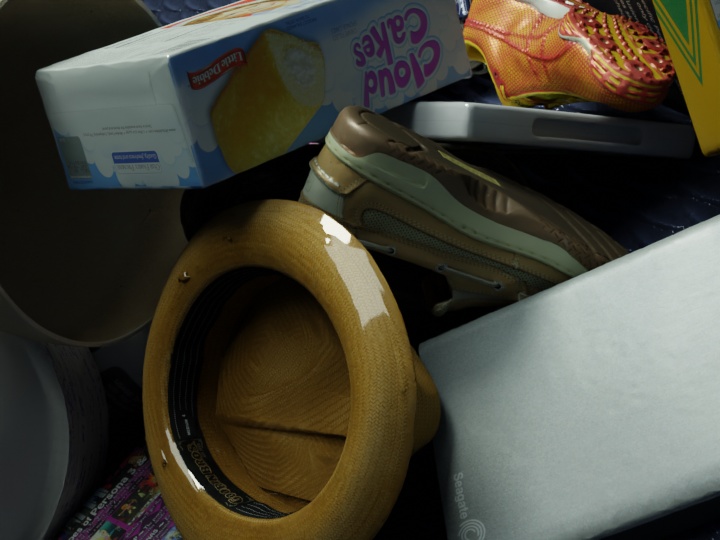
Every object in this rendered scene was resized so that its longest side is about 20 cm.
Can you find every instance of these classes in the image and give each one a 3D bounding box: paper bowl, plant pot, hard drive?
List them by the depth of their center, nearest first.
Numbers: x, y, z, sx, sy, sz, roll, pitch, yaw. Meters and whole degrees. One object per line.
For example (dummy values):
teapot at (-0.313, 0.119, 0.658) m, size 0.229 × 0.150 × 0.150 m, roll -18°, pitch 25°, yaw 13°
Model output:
hard drive at (0.127, 0.059, 0.734) m, size 0.200 × 0.033 × 0.140 m, roll -25°, pitch 48°, yaw 20°
plant pot at (-0.197, -0.058, 0.870) m, size 0.134 × 0.200 × 0.200 m, roll -1°, pitch 43°, yaw 31°
paper bowl at (-0.258, 0.096, 0.931) m, size 0.201 × 0.201 × 0.104 m, roll -29°, pitch -6°, yaw 13°

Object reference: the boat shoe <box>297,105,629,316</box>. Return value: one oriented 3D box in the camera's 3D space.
boat shoe at (0.058, -0.010, 0.805) m, size 0.076 × 0.200 × 0.072 m, roll -59°, pitch 18°, yaw 15°

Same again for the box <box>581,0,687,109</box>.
box at (0.176, -0.211, 0.941) m, size 0.117 × 0.197 × 0.200 m, roll -38°, pitch 30°, yaw -7°

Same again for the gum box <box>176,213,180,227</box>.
gum box at (-0.070, -0.065, 1.037) m, size 0.200 × 0.113 × 0.066 m, roll -125°, pitch 54°, yaw -68°

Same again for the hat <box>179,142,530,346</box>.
hat at (0.000, 0.000, 0.871) m, size 0.200 × 0.201 × 0.081 m, roll -18°, pitch 59°, yaw 29°

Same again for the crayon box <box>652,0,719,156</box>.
crayon box at (0.216, -0.142, 0.799) m, size 0.126 × 0.200 × 0.052 m, roll -19°, pitch 1°, yaw -15°

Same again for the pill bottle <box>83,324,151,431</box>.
pill bottle at (-0.178, 0.049, 1.020) m, size 0.200 × 0.114 × 0.114 m, roll -28°, pitch 30°, yaw 14°

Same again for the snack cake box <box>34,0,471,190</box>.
snack cake box at (-0.052, -0.104, 0.827) m, size 0.115 × 0.067 × 0.200 m, roll 1°, pitch 22°, yaw 47°

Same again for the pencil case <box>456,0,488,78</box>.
pencil case at (0.007, -0.149, 1.148) m, size 0.200 × 0.078 × 0.090 m, roll -21°, pitch 48°, yaw 25°

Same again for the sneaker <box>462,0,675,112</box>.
sneaker at (0.120, -0.120, 0.923) m, size 0.200 × 0.073 × 0.077 m, roll -131°, pitch 56°, yaw -62°

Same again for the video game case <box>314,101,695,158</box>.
video game case at (0.062, -0.082, 0.932) m, size 0.182 × 0.024 × 0.200 m, roll 0°, pitch 5°, yaw -39°

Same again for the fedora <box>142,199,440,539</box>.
fedora at (-0.026, 0.060, 0.776) m, size 0.200 × 0.082 × 0.201 m, roll -5°, pitch 83°, yaw 47°

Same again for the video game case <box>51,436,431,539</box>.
video game case at (-0.072, 0.125, 0.877) m, size 0.181 × 0.036 × 0.200 m, roll 11°, pitch 53°, yaw 51°
